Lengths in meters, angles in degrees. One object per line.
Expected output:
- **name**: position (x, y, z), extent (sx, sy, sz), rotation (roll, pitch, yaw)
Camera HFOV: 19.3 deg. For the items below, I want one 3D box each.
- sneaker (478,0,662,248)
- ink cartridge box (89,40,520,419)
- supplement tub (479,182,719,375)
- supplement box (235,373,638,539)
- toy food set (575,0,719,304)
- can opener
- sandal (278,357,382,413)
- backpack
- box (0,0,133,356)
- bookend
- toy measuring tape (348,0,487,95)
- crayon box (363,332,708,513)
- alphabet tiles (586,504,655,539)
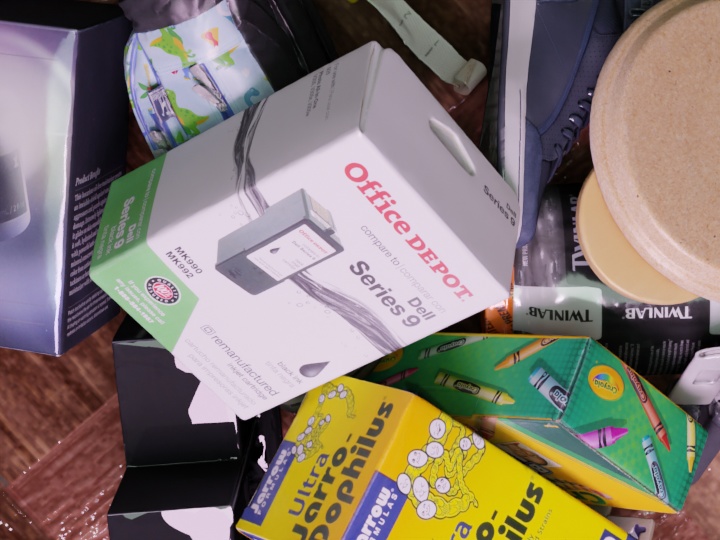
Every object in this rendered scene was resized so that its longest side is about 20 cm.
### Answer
- **sneaker**: position (0.147, -0.098, 1.284), extent (0.146, 0.077, 0.203), rotation (10, 66, -6)
- **ink cartridge box**: position (-0.030, -0.019, 1.202), extent (0.200, 0.084, 0.146), rotation (-26, 124, 29)
- **supplement tub**: position (0.174, 0.005, 1.323), extent (0.199, 0.123, 0.123), rotation (-3, 104, 0)
- **supplement box**: position (0.048, 0.156, 1.247), extent (0.200, 0.109, 0.109), rotation (34, 76, -30)
- **toy food set**: position (0.225, -0.070, 1.243), extent (0.197, 0.049, 0.201), rotation (8, 78, -12)
- **can opener**: position (0.212, 0.102, 1.312), extent (0.053, 0.200, 0.067), rotation (1, 63, -7)
- **sandal**: position (0.000, -0.001, 1.334), extent (0.057, 0.080, 0.201), rotation (36, 84, -31)
- **backpack**: position (-0.069, -0.106, 1.290), extent (0.154, 0.163, 0.200), rotation (-35, 108, 17)
- **box**: position (-0.252, -0.068, 1.292), extent (0.199, 0.123, 0.199), rotation (7, 103, 10)
- **bookend**: position (-0.102, 0.118, 1.313), extent (0.092, 0.199, 0.201), rotation (-4, 103, 4)
- **toy measuring tape**: position (0.014, -0.193, 1.298), extent (0.074, 0.074, 0.200), rotation (-44, 97, 10)
- **crayon box**: position (0.097, 0.090, 1.294), extent (0.119, 0.200, 0.058), rotation (37, 67, -33)
- **alphabet tiles**: position (0.089, 0.199, 1.346), extent (0.199, 0.006, 0.167), rotation (0, 65, 36)
